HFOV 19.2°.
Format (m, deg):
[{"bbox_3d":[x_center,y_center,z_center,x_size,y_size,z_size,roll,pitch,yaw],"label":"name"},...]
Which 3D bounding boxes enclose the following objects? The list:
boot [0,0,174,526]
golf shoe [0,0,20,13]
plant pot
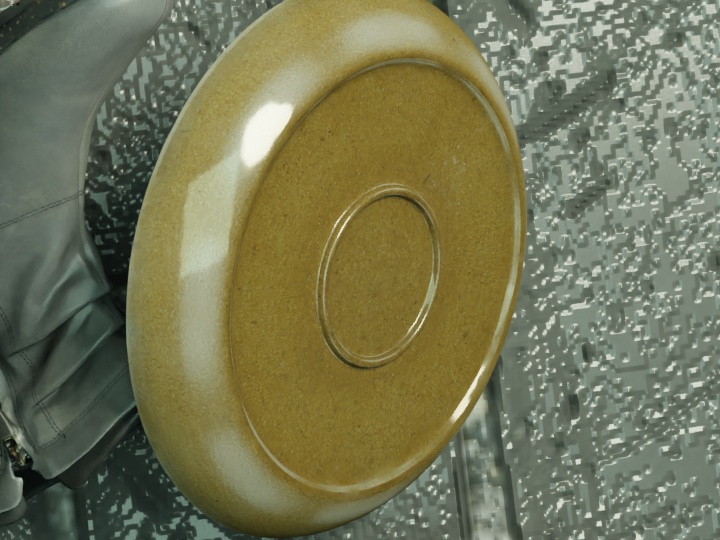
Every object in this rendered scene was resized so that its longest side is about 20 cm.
[{"bbox_3d":[-0.099,-0.007,0.725,0.200,0.070,0.132,-42,81,34],"label":"boot"},{"bbox_3d":[-0.192,-0.114,0.757,0.198,0.073,0.093,-4,72,-18],"label":"golf shoe"},{"bbox_3d":[0.000,0.000,0.751,0.199,0.027,0.202,-17,114,-46],"label":"plant pot"}]
